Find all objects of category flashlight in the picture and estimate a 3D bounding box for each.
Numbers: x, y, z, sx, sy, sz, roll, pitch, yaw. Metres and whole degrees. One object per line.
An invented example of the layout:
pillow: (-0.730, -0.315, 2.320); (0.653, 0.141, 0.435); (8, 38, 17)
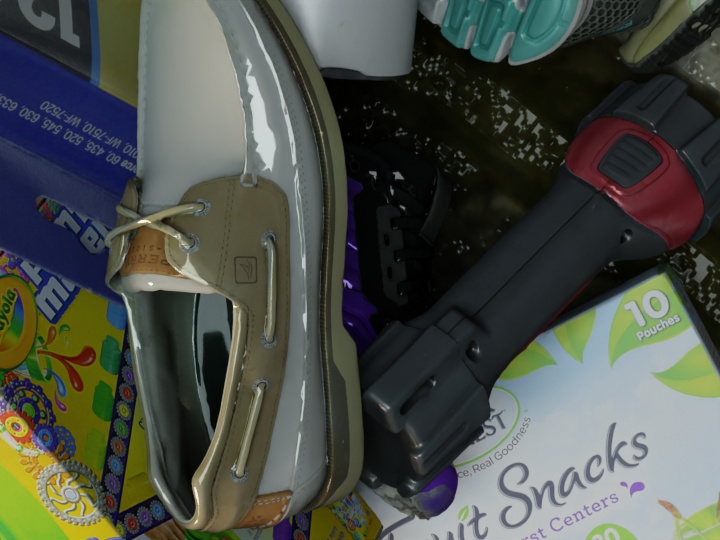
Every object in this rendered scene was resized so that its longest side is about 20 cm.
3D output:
flashlight: (0.066, 0.006, 0.931); (0.200, 0.068, 0.068); (-44, 114, -27)

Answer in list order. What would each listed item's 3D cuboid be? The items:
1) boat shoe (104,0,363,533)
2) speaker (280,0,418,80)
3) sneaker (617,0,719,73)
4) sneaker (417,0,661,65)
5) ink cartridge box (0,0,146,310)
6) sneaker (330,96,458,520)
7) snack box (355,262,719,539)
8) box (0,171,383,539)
boat shoe: (-0.049, -0.008, 0.841); (0.075, 0.068, 0.201); (-5, 99, 48)
speaker: (-0.010, -0.173, 0.876); (0.081, 0.081, 0.201); (8, 101, 9)
sneaker: (0.137, -0.175, 0.955); (0.088, 0.077, 0.201); (27, 94, 15)
sneaker: (0.040, -0.135, 0.953); (0.200, 0.091, 0.078); (41, 123, 40)
ink cartridge box: (-0.093, -0.085, 0.898); (0.047, 0.197, 0.201); (-31, 52, 29)
sneaker: (0.000, 0.000, 0.971); (0.099, 0.070, 0.200); (-34, 65, 1)
snack box: (0.070, 0.104, 1.003); (0.199, 0.053, 0.143); (-28, 90, 12)
box: (-0.137, 0.096, 0.928); (0.200, 0.122, 0.193); (-28, 109, 33)
